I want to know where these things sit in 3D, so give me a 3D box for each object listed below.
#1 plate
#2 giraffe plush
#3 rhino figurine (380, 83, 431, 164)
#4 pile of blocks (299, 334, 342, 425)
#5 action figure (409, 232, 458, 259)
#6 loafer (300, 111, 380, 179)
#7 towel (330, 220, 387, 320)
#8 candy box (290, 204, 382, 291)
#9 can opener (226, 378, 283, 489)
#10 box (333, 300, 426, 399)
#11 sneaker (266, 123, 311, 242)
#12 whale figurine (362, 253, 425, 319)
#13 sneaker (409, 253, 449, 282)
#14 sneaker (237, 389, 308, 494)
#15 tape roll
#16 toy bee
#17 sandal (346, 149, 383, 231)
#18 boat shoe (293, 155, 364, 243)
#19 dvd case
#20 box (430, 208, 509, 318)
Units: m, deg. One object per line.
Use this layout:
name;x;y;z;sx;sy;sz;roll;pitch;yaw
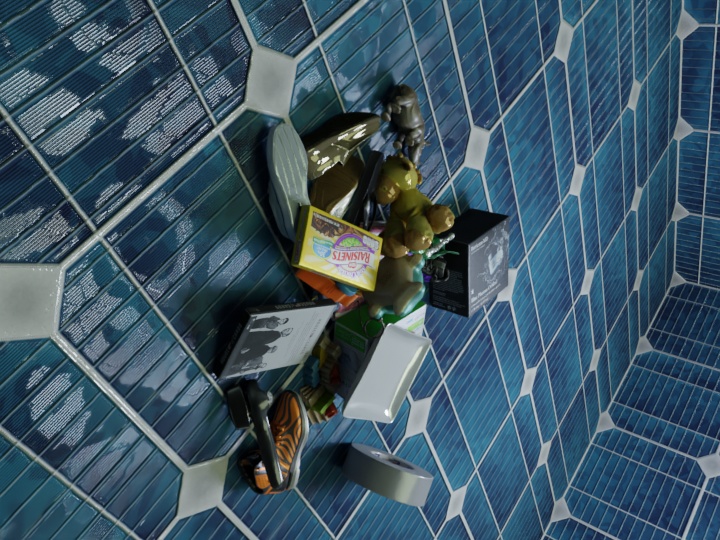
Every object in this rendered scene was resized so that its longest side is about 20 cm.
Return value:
plate;0.050;0.207;1.309;0.200;0.032;0.200;26;90;-54
giraffe plush;0.085;-0.142;1.270;0.163;0.172;0.200;58;46;-19
rhino figurine;0.100;-0.289;1.319;0.088;0.060;0.200;-65;147;-28
pile of blocks;-0.074;0.228;1.305;0.082;0.062;0.201;-21;120;-46
action figure;0.142;-0.062;1.377;0.055;0.118;0.200;-60;166;23
loafer;-0.043;-0.226;1.157;0.200;0.076;0.068;-32;129;-28
towel;0.000;0.000;1.334;0.146;0.030;0.201;-13;114;-49
candy box;-0.036;-0.034;1.120;0.200;0.026;0.103;20;78;-48
can opener;-0.177;0.291;1.161;0.078;0.063;0.201;-19;94;-3
box;0.040;0.162;1.377;0.200;0.096;0.177;-27;132;-43
sneaker;-0.129;-0.141;1.081;0.073;0.071;0.201;-20;109;-39
whale figurine;0.082;0.041;1.270;0.104;0.200;0.159;39;91;-21
sneaker;0.140;-0.024;1.442;0.200;0.099;0.070;33;76;-53
sneaker;-0.165;0.328;1.218;0.112;0.077;0.201;2;95;-43
tape roll;0.060;0.455;1.454;0.200;0.200;0.066;32;78;-52
toy bee;-0.043;0.035;1.236;0.109;0.130;0.201;-84;150;-62
sandal;0.010;-0.120;1.196;0.076;0.043;0.201;-56;166;-62
boat shoe;-0.059;-0.120;1.185;0.200;0.071;0.069;-55;161;-13
dvd case;-0.146;0.118;1.140;0.199;0.025;0.151;-4;133;-48
box;0.270;-0.022;1.599;0.196;0.117;0.201;-32;126;-41
